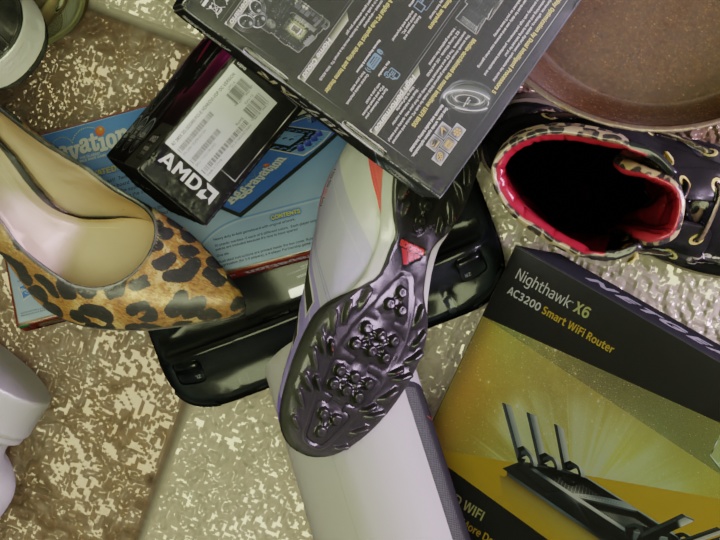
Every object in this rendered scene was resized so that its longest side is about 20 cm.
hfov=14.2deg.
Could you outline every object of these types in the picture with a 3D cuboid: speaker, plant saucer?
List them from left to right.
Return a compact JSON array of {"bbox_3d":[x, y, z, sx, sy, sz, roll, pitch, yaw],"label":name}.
[{"bbox_3d":[0.012,0.128,1.510,0.081,0.081,0.201,-21,65,8],"label":"speaker"},{"bbox_3d":[0.152,-0.159,1.483,0.200,0.037,0.201,-1,72,4],"label":"plant saucer"}]

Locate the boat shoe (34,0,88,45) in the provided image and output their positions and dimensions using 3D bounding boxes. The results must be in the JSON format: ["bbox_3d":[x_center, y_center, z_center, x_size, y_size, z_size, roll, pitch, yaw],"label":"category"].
[{"bbox_3d":[-0.239,-0.110,1.565,0.200,0.063,0.073,-28,94,8],"label":"boat shoe"}]

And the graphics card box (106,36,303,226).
[{"bbox_3d":[-0.044,-0.116,1.492,0.051,0.125,0.200,39,87,-14],"label":"graphics card box"}]

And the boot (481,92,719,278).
[{"bbox_3d":[0.154,-0.036,1.492,0.199,0.151,0.073,22,99,1],"label":"boot"}]

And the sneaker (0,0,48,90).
[{"bbox_3d":[-0.245,-0.174,1.510,0.067,0.090,0.200,-49,58,1],"label":"sneaker"}]

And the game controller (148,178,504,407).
[{"bbox_3d":[-0.025,-0.002,1.577,0.199,0.042,0.105,-20,81,7],"label":"game controller"}]

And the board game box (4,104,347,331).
[{"bbox_3d":[-0.099,-0.041,1.566,0.199,0.019,0.103,-14,79,9],"label":"board game box"}]

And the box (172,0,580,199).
[{"bbox_3d":[0.030,-0.161,1.417,0.160,0.044,0.200,35,87,-10],"label":"box"}]

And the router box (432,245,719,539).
[{"bbox_3d":[0.135,0.101,1.518,0.200,0.052,0.158,30,101,31],"label":"router box"}]

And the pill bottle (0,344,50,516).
[{"bbox_3d":[-0.258,0.126,1.574,0.112,0.112,0.200,35,99,0],"label":"pill bottle"}]

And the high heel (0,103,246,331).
[{"bbox_3d":[-0.155,-0.037,1.490,0.199,0.143,0.072,21,64,16],"label":"high heel"}]

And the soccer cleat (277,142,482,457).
[{"bbox_3d":[0.000,0.000,1.497,0.068,0.073,0.201,25,81,-34],"label":"soccer cleat"}]
